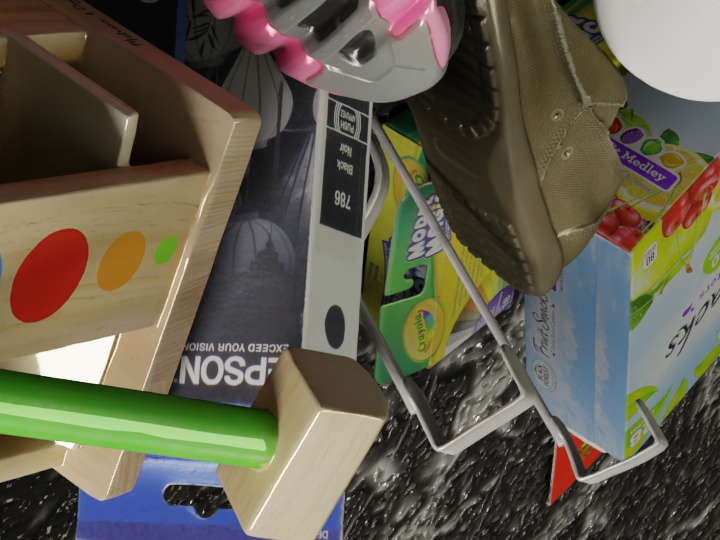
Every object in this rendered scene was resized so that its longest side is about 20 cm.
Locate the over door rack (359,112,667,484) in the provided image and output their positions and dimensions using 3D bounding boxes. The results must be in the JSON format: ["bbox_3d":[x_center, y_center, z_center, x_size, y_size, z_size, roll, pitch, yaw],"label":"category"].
[{"bbox_3d":[0.000,0.000,0.752,0.067,0.200,0.148,-46,156,11],"label":"over door rack"}]

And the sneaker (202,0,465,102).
[{"bbox_3d":[-0.024,-0.143,0.606,0.201,0.079,0.095,57,42,-15],"label":"sneaker"}]

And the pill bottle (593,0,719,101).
[{"bbox_3d":[0.148,-0.152,0.851,0.200,0.111,0.112,-67,169,-50],"label":"pill bottle"}]

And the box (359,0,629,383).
[{"bbox_3d":[0.066,-0.041,0.979,0.200,0.048,0.118,-37,147,-39],"label":"box"}]

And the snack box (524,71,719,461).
[{"bbox_3d":[0.158,-0.036,1.018,0.200,0.068,0.169,-44,151,-25],"label":"snack box"}]

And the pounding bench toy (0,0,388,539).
[{"bbox_3d":[-0.108,0.009,0.568,0.156,0.199,0.125,-12,130,-55],"label":"pounding bench toy"}]

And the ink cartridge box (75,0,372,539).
[{"bbox_3d":[-0.048,-0.015,0.665,0.039,0.099,0.202,16,75,-62],"label":"ink cartridge box"}]

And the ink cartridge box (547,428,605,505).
[{"bbox_3d":[0.184,0.034,1.263,0.200,0.043,0.174,-41,147,-30],"label":"ink cartridge box"}]

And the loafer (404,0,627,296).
[{"bbox_3d":[0.053,-0.074,0.799,0.067,0.076,0.200,-43,147,-19],"label":"loafer"}]
